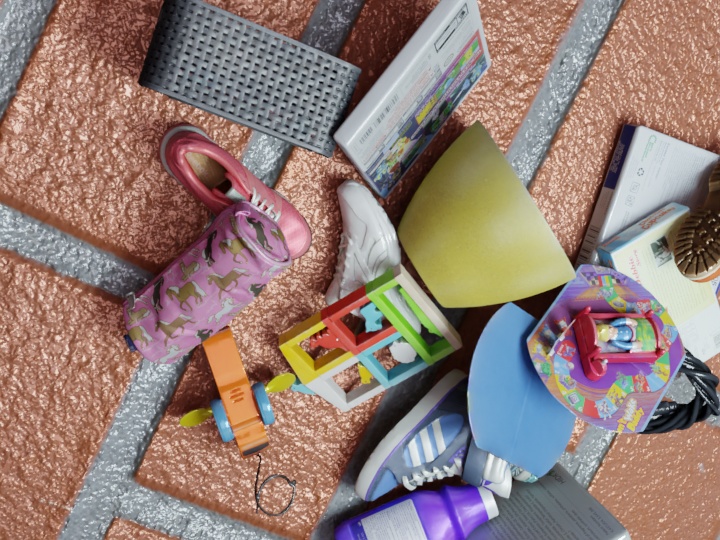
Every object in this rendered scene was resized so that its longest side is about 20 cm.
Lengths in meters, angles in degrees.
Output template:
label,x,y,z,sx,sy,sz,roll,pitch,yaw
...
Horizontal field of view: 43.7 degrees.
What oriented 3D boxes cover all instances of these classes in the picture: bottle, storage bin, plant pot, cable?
label,x,y,z,sx,sy,sz,roll,pitch,yaw
bottle,0.069,0.312,1.090,0.197,0.065,0.085,-22,77,-3
storage bin,-0.113,-0.193,0.900,0.197,0.135,0.095,18,97,-19
plant pot,0.124,-0.040,0.988,0.141,0.201,0.201,-33,110,9
cable,0.338,0.139,1.093,0.198,0.051,0.165,27,129,10

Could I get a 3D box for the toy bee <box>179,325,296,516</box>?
label,x,y,z,sx,sy,sz,roll,pitch,yaw
toy bee,-0.138,0.168,1.006,0.128,0.109,0.204,1,78,-8

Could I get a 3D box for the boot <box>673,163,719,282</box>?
label,x,y,z,sx,sy,sz,roll,pitch,yaw
boot,0.438,-0.038,1.060,0.200,0.074,0.108,-49,125,-29

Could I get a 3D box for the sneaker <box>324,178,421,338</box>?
label,x,y,z,sx,sy,sz,roll,pitch,yaw
sneaker,0.000,0.000,1.011,0.098,0.078,0.203,-21,106,-7

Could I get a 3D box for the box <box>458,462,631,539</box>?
label,x,y,z,sx,sy,sz,roll,pitch,yaw
box,0.239,0.387,1.100,0.169,0.200,0.202,-26,108,-7

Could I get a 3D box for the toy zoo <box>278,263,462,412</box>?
label,x,y,z,sx,sy,sz,roll,pitch,yaw
toy zoo,-0.001,0.088,1.015,0.198,0.021,0.131,-30,123,18

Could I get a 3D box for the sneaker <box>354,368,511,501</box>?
label,x,y,z,sx,sy,sz,roll,pitch,yaw
sneaker,0.104,0.232,1.055,0.146,0.081,0.200,42,85,19

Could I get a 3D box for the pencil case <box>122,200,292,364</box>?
label,x,y,z,sx,sy,sz,roll,pitch,yaw
pencil case,-0.161,0.014,0.927,0.199,0.084,0.086,-38,153,22

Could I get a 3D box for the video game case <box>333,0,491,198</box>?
label,x,y,z,sx,sy,sz,roll,pitch,yaw
video game case,0.061,-0.183,0.946,0.023,0.182,0.201,38,89,18

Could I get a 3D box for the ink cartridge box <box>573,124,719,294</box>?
label,x,y,z,sx,sy,sz,roll,pitch,yaw
ink cartridge box,0.384,-0.059,1.126,0.197,0.041,0.203,16,99,-20

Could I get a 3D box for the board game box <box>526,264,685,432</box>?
label,x,y,z,sx,sy,sz,roll,pitch,yaw
board game box,0.282,0.076,0.986,0.157,0.039,0.200,40,59,7

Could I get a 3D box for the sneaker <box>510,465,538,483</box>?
label,x,y,z,sx,sy,sz,roll,pitch,yaw
sneaker,0.204,0.164,1.107,0.085,0.078,0.204,11,99,-15

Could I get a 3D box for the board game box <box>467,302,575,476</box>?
label,x,y,z,sx,sy,sz,roll,pitch,yaw
board game box,0.173,0.135,1.009,0.199,0.039,0.161,30,70,-37

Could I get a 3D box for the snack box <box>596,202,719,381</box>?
label,x,y,z,sx,sy,sz,roll,pitch,yaw
snack box,0.375,0.033,1.105,0.115,0.037,0.202,-28,111,-9

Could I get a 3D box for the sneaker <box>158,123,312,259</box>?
label,x,y,z,sx,sy,sz,roll,pitch,yaw
sneaker,-0.131,-0.072,0.949,0.199,0.087,0.074,39,91,-21
